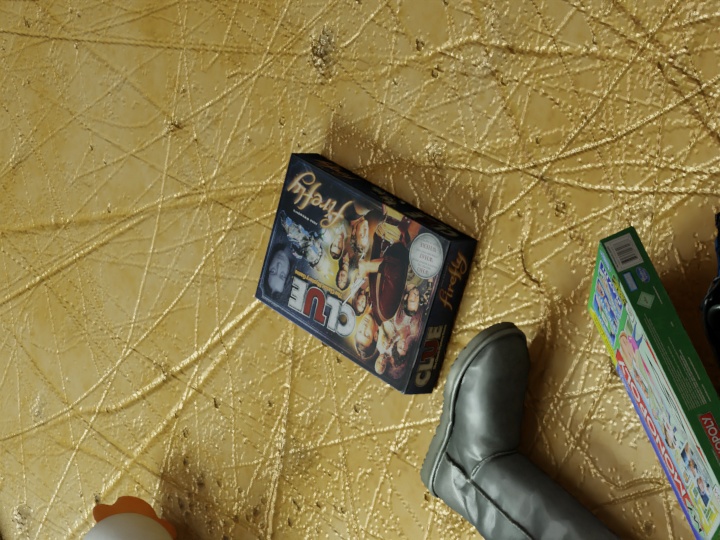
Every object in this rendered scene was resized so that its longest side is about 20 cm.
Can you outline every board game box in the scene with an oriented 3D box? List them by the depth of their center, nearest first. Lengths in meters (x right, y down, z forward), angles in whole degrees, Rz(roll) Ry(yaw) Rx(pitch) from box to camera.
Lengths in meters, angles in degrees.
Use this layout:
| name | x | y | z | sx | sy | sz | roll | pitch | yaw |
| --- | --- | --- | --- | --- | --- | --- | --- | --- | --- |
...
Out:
| name | x | y | z | sx | sy | sz | roll | pitch | yaw |
| --- | --- | --- | --- | --- | --- | --- | --- | --- | --- |
| board game box | 0.213 | 0.084 | 1.309 | 0.135 | 0.029 | 0.201 | 85 | 163 | -68 |
| board game box | 0.000 | 0.000 | 1.577 | 0.200 | 0.034 | 0.136 | 30 | 112 | 41 |

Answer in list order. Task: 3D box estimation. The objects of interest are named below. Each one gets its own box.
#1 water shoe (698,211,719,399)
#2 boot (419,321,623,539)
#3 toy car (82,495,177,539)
| name | x | y | z | sx | sy | sz | roll | pitch | yaw |
| --- | --- | --- | --- | --- | --- | --- | --- | --- | --- |
| water shoe | 0.268 | 0.009 | 1.273 | 0.071 | 0.079 | 0.202 | -13 | 82 | 44 |
| boot | 0.136 | 0.162 | 1.418 | 0.200 | 0.072 | 0.183 | 47 | 136 | 42 |
| toy car | -0.197 | 0.297 | 1.732 | 0.184 | 0.176 | 0.201 | 130 | 151 | -50 |
